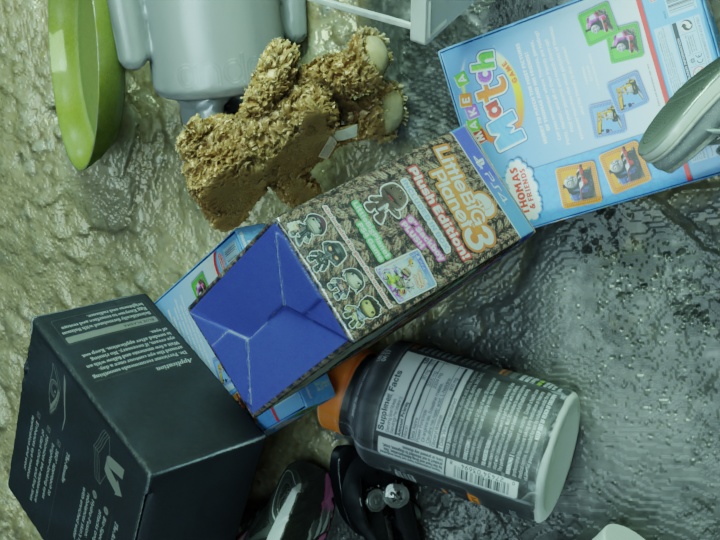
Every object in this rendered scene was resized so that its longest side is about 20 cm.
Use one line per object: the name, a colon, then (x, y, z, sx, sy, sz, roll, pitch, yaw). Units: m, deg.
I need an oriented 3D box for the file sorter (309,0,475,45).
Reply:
file sorter: (0.030, -0.292, 0.836, 0.123, 0.139, 0.202, 21, 134, 23)

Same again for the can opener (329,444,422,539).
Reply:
can opener: (0.030, 0.241, 1.018, 0.063, 0.079, 0.202, -20, 94, -13)

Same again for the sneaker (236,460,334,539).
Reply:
sneaker: (-0.098, 0.253, 1.062, 0.086, 0.080, 0.202, 32, 105, 27)

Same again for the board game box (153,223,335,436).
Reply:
board game box: (-0.112, 0.071, 1.006, 0.200, 0.036, 0.153, -35, 75, 48)

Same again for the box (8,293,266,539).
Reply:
box: (-0.197, 0.163, 1.015, 0.200, 0.116, 0.198, 44, 130, 34)

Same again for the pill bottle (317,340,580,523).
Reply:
pill bottle: (0.066, 0.119, 0.946, 0.198, 0.106, 0.108, 16, 105, 22)

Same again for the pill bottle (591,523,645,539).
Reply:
pill bottle: (0.158, 0.295, 0.934, 0.104, 0.104, 0.201, 41, 113, 12)

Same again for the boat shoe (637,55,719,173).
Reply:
boat shoe: (0.270, -0.125, 0.791, 0.201, 0.074, 0.065, -38, 92, -16)

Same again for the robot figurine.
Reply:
robot figurine: (-0.119, -0.210, 0.958, 0.113, 0.168, 0.203, 22, 123, 58)

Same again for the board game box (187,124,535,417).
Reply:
board game box: (0.000, 0.000, 0.877, 0.097, 0.199, 0.159, 57, 140, 5)

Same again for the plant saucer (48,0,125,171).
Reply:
plant saucer: (-0.233, -0.187, 1.019, 0.199, 0.031, 0.203, 175, 90, -65)

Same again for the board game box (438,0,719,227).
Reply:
board game box: (0.172, -0.123, 0.885, 0.198, 0.037, 0.153, -16, 92, 24)

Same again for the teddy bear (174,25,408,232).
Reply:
teddy bear: (-0.052, -0.114, 0.934, 0.200, 0.145, 0.067, -41, 50, 2)
